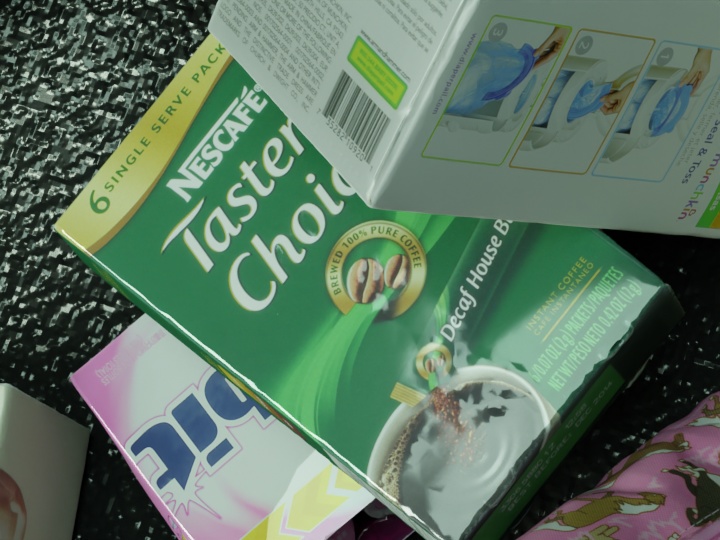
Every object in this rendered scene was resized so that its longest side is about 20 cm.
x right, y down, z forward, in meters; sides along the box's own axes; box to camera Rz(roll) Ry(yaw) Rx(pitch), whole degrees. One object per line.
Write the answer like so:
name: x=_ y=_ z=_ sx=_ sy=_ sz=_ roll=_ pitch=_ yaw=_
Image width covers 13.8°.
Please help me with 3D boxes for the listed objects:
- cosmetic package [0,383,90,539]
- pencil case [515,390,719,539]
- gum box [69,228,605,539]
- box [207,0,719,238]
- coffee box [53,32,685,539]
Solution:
cosmetic package: x=-0.177 y=0.143 z=1.114 sx=0.103 sy=0.087 sz=0.201 roll=4 pitch=76 yaw=17
pencil case: x=0.081 y=0.112 z=1.004 sx=0.199 sy=0.087 sz=0.083 roll=-28 pitch=45 yaw=-34
gum box: x=-0.001 y=0.032 z=1.107 sx=0.200 sy=0.066 sz=0.114 roll=-40 pitch=68 yaw=1
box: x=0.067 y=-0.086 z=1.022 sx=0.113 sy=0.199 sz=0.102 roll=49 pitch=121 yaw=39
coffee box: x=0.000 y=0.000 z=1.056 sx=0.200 sy=0.044 sz=0.123 roll=39 pitch=86 yaw=22
